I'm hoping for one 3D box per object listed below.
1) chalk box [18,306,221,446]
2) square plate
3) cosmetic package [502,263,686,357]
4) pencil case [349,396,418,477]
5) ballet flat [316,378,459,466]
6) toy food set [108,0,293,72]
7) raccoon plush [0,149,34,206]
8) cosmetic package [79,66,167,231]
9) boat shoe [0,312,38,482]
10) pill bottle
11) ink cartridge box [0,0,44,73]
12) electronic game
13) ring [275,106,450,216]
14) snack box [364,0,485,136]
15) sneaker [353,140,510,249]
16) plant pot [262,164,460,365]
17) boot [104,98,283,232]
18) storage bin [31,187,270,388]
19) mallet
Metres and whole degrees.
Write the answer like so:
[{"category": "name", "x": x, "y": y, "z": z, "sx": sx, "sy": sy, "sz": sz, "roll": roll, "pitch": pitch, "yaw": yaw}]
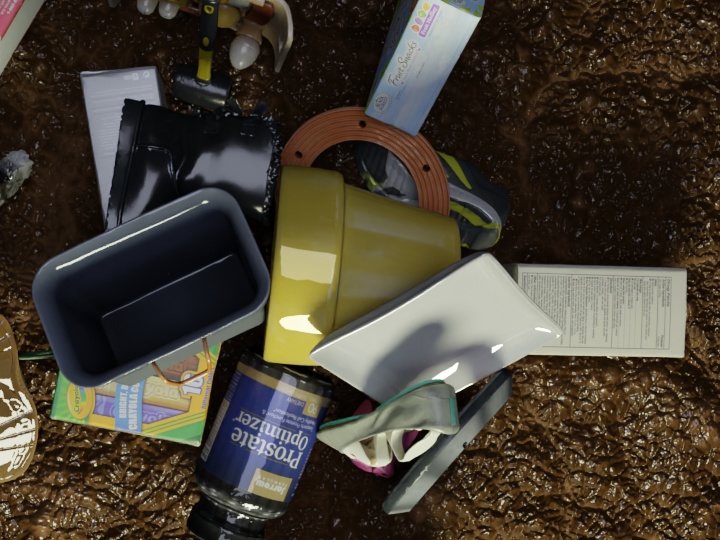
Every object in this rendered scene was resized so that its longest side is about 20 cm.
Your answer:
[{"category": "chalk box", "x": -0.253, "y": 0.097, "z": 1.131, "sx": 0.197, "sy": 0.125, "sz": 0.126, "roll": 13, "pitch": 89, "yaw": -10}, {"category": "square plate", "x": 0.076, "y": 0.063, "z": 1.050, "sx": 0.199, "sy": 0.198, "sz": 0.029, "roll": -30, "pitch": 54, "yaw": 17}, {"category": "cosmetic package", "x": 0.260, "y": 0.045, "z": 1.225, "sx": 0.197, "sy": 0.087, "sz": 0.105, "roll": 3, "pitch": 89, "yaw": -7}, {"category": "pencil case", "x": 0.054, "y": 0.135, "z": 1.193, "sx": 0.090, "sy": 0.094, "sz": 0.201, "roll": 36, "pitch": 87, "yaw": -7}, {"category": "ballet flat", "x": 0.023, "y": 0.164, "z": 1.078, "sx": 0.067, "sy": 0.199, "sz": 0.064, "roll": 0, "pitch": 70, "yaw": -40}, {"category": "toy food set", "x": -0.169, "y": -0.266, "z": 1.126, "sx": 0.198, "sy": 0.143, "sz": 0.061, "roll": 19, "pitch": 85, "yaw": -9}, {"category": "raccoon plush", "x": -0.457, "y": -0.069, "z": 1.138, "sx": 0.133, "sy": 0.097, "sz": 0.201, "roll": 31, "pitch": 57, "yaw": 5}, {"category": "cosmetic package", "x": -0.236, "y": -0.106, "z": 1.140, "sx": 0.089, "sy": 0.107, "sz": 0.203, "roll": -6, "pitch": 90, "yaw": -7}, {"category": "boat shoe", "x": -0.391, "y": 0.125, "z": 1.142, "sx": 0.071, "sy": 0.072, "sz": 0.202, "roll": -15, "pitch": 115, "yaw": -24}, {"category": "pill bottle", "x": -0.112, "y": 0.195, "z": 1.160, "sx": 0.111, "sy": 0.112, "sz": 0.202, "roll": 22, "pitch": 88, "yaw": -8}, {"category": "ink cartridge box", "x": -0.452, "y": -0.288, "z": 1.115, "sx": 0.199, "sy": 0.083, "sz": 0.146, "roll": 31, "pitch": 86, "yaw": -8}, {"category": "electronic game", "x": 0.093, "y": 0.182, "z": 1.148, "sx": 0.042, "sy": 0.200, "sz": 0.200, "roll": 42, "pitch": 85, "yaw": 11}, {"category": "ring", "x": 0.002, "y": -0.082, "z": 1.176, "sx": 0.198, "sy": 0.019, "sz": 0.203, "roll": 6, "pitch": 117, "yaw": 12}, {"category": "snack box", "x": 0.077, "y": -0.269, "z": 1.109, "sx": 0.067, "sy": 0.169, "sz": 0.202, "roll": 21, "pitch": 49, "yaw": -8}, {"category": "sneaker", "x": 0.081, "y": -0.100, "z": 1.211, "sx": 0.199, "sy": 0.075, "sz": 0.085, "roll": 38, "pitch": 41, "yaw": 8}, {"category": "plant pot", "x": 0.000, "y": 0.000, "z": 1.109, "sx": 0.186, "sy": 0.201, "sz": 0.204, "roll": 5, "pitch": 90, "yaw": -6}, {"category": "boot", "x": -0.164, "y": -0.074, "z": 1.064, "sx": 0.160, "sy": 0.073, "sz": 0.201, "roll": 8, "pitch": 86, "yaw": -8}, {"category": "storage bin", "x": -0.174, "y": 0.038, "z": 0.998, "sx": 0.198, "sy": 0.134, "sz": 0.147, "roll": -26, "pitch": 75, "yaw": -3}, {"category": "mallet", "x": -0.168, "y": -0.229, "z": 1.107, "sx": 0.065, "sy": 0.200, "sz": 0.042, "roll": 13, "pitch": 68, "yaw": 1}]
